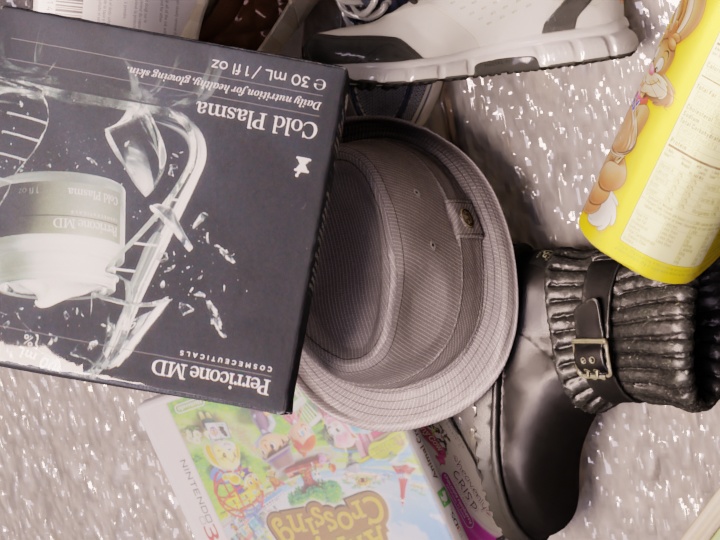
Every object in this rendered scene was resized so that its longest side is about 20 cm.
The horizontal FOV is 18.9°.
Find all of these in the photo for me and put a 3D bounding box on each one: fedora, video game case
[{"bbox_3d":[0.000,0.000,1.329,0.177,0.090,0.200,-12,83,23],"label":"fedora"},{"bbox_3d":[-0.038,0.145,1.447,0.200,0.022,0.182,-21,96,33],"label":"video game case"}]

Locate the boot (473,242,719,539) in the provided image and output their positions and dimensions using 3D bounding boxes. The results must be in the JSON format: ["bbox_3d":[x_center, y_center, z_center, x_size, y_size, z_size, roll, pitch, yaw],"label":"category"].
[{"bbox_3d":[0.154,0.081,1.352,0.158,0.079,0.211,4,110,28],"label":"boot"}]

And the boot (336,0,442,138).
[{"bbox_3d":[0.006,-0.167,1.331,0.073,0.090,0.200,12,114,25],"label":"boot"}]

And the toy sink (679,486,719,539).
[{"bbox_3d":[0.286,0.207,1.307,0.200,0.112,0.130,38,123,11],"label":"toy sink"}]

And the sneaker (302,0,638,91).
[{"bbox_3d":[0.062,-0.151,1.287,0.200,0.074,0.080,-9,96,-8],"label":"sneaker"}]

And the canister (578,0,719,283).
[{"bbox_3d":[0.207,-0.104,1.210,0.086,0.149,0.200,31,123,15],"label":"canister"}]

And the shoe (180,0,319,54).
[{"bbox_3d":[-0.062,-0.171,1.355,0.070,0.053,0.200,29,105,-9],"label":"shoe"}]

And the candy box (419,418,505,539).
[{"bbox_3d":[-0.014,0.164,1.491,0.200,0.061,0.137,-28,94,34],"label":"candy box"}]

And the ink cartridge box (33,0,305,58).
[{"bbox_3d":[-0.115,-0.241,1.384,0.176,0.045,0.200,6,107,-2],"label":"ink cartridge box"}]

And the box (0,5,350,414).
[{"bbox_3d":[-0.120,-0.030,1.234,0.200,0.124,0.197,10,87,0],"label":"box"}]
